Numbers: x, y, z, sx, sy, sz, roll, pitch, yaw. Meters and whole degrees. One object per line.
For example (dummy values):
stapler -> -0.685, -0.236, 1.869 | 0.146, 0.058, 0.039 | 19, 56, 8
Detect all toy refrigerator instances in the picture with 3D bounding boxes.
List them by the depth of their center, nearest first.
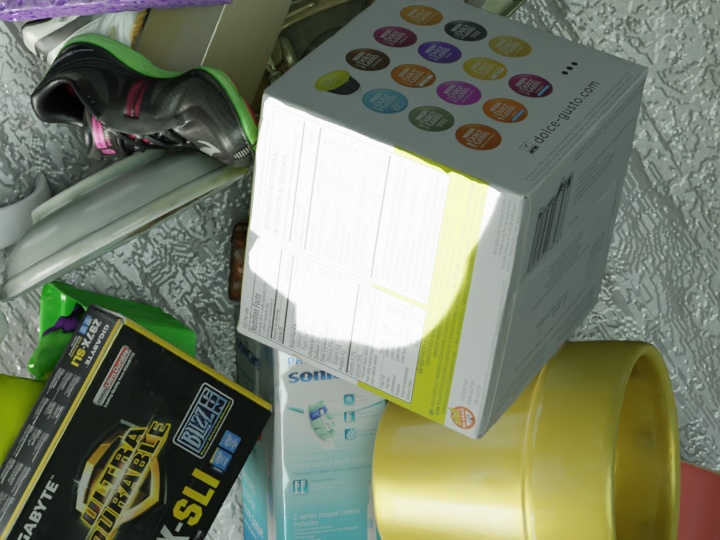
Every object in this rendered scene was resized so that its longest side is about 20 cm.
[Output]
toy refrigerator -> -0.104, -0.190, 1.615 | 0.076, 0.070, 0.200 | 18, 94, -58

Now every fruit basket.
fruit basket -> -0.227, 0.116, 1.620 | 0.216, 0.156, 0.216 | -5, 103, -22

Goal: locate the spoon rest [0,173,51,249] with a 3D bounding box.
spoon rest -> -0.318, -0.021, 1.618 | 0.200, 0.061, 0.099 | -18, 105, -11

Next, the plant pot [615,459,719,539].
plant pot -> 0.206, 0.228, 1.750 | 0.200, 0.200, 0.177 | 19, 86, -18

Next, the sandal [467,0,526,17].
sandal -> 0.118, -0.242, 1.687 | 0.080, 0.057, 0.201 | 33, 94, -14

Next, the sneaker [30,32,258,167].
sneaker -> -0.146, -0.101, 1.521 | 0.084, 0.200, 0.077 | -47, 136, -29

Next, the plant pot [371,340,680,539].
plant pot -> 0.118, 0.151, 1.605 | 0.189, 0.201, 0.201 | -2, 105, 21

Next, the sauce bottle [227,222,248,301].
sauce bottle -> 0.000, 0.000, 1.687 | 0.200, 0.066, 0.066 | 5, 100, -4

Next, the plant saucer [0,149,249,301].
plant saucer -> -0.177, -0.044, 1.581 | 0.200, 0.200, 0.050 | -29, 91, -7

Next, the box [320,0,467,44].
box -> 0.059, -0.111, 1.667 | 0.110, 0.035, 0.200 | -25, 128, 2

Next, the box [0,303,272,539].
box -> -0.170, 0.147, 1.560 | 0.160, 0.049, 0.200 | 36, 80, -42

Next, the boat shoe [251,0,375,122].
boat shoe -> -0.030, -0.168, 1.654 | 0.201, 0.063, 0.073 | -28, 107, 1

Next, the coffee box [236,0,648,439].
coffee box -> 0.053, -0.047, 1.519 | 0.198, 0.200, 0.200 | 23, 128, 20

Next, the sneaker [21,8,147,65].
sneaker -> -0.181, -0.235, 1.602 | 0.088, 0.076, 0.200 | 23, 90, -10

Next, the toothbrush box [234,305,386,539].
toothbrush box -> -0.037, 0.133, 1.680 | 0.085, 0.146, 0.200 | -4, 103, -15

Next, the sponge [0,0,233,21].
sponge -> -0.188, -0.236, 1.562 | 0.200, 0.030, 0.112 | -3, 81, 11

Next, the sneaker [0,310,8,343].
sneaker -> -0.329, 0.068, 1.598 | 0.089, 0.200, 0.074 | -38, 110, -49
